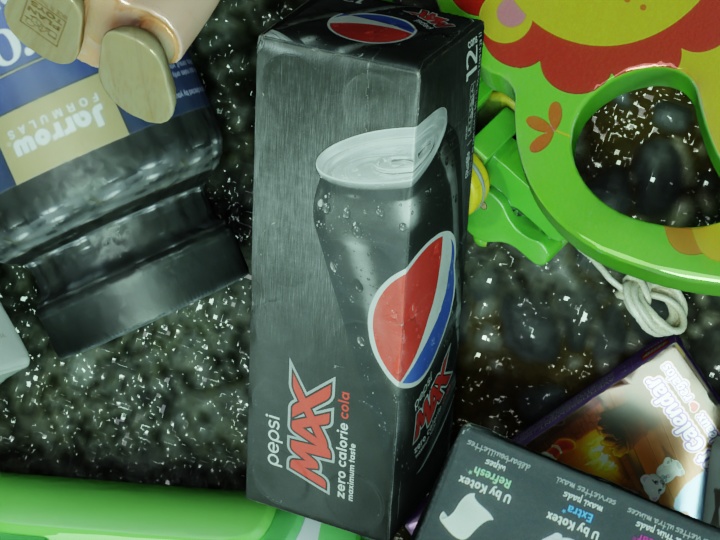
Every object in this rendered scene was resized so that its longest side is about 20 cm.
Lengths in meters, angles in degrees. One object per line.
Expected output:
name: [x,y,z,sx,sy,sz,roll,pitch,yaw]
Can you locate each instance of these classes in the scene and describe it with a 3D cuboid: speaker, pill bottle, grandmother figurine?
speaker: [-0.097,0.129,0.786,0.198,0.088,0.089,4,97,7]
pill bottle: [-0.122,-0.073,0.753,0.111,0.112,0.201,-24,93,10]
grandmother figurine: [-0.057,-0.154,0.714,0.121,0.061,0.201,37,58,-8]

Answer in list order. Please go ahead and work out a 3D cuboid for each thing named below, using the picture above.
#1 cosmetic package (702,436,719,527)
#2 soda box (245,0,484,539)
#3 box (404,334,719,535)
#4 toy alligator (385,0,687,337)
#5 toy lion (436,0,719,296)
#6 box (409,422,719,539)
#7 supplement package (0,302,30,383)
cosmetic package: [0.232,0.154,0.673,0.198,0.165,0.167,8,86,-6]
soda box: [0.000,0.000,0.728,0.070,0.063,0.202,14,120,22]
box: [0.130,0.146,0.782,0.136,0.039,0.201,-35,91,10]
toy alligator: [0.049,-0.038,0.766,0.200,0.059,0.054,47,141,0]
toy lion: [0.112,-0.098,0.730,0.190,0.069,0.202,13,82,10]
box: [0.044,0.173,0.685,0.105,0.122,0.201,22,76,5]
supplement package: [-0.243,-0.011,0.739,0.117,0.117,0.201,-37,78,36]
